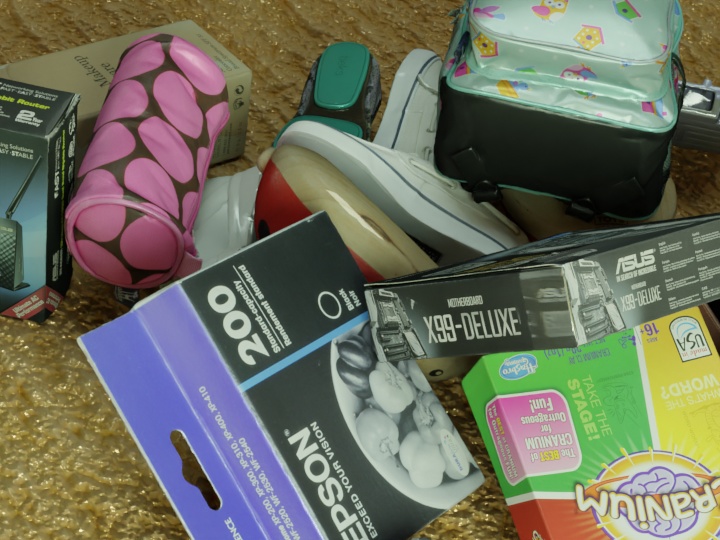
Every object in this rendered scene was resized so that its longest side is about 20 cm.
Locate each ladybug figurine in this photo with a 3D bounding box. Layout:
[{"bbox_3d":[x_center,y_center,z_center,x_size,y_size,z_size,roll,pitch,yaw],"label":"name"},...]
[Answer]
[{"bbox_3d":[0.162,-0.055,1.463,0.134,0.072,0.201,2,35,-9],"label":"ladybug figurine"},{"bbox_3d":[0.000,0.000,1.295,0.200,0.072,0.136,44,-1,8],"label":"ladybug figurine"}]

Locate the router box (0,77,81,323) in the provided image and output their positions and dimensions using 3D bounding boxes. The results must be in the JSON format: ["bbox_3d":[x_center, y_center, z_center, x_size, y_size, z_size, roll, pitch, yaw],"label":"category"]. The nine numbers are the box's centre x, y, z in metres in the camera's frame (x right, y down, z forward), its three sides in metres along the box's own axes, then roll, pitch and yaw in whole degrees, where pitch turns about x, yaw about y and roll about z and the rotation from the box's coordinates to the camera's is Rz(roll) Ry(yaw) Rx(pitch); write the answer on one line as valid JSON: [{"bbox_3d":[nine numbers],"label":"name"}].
[{"bbox_3d":[-0.289,-0.060,1.310,0.198,0.151,0.062,12,35,6],"label":"router box"}]

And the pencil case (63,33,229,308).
[{"bbox_3d":[-0.138,-0.074,1.333,0.093,0.091,0.201,14,43,-5],"label":"pencil case"}]

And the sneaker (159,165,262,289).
[{"bbox_3d":[-0.105,0.002,1.348,0.086,0.075,0.201,-6,31,9],"label":"sneaker"}]

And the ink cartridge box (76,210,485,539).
[{"bbox_3d":[-0.041,0.083,1.149,0.199,0.043,0.199,-29,88,-47],"label":"ink cartridge box"}]

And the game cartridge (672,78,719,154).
[{"bbox_3d":[0.203,-0.136,1.558,0.198,0.039,0.130,13,-3,6],"label":"game cartridge"}]

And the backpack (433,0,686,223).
[{"bbox_3d":[0.145,-0.149,1.397,0.174,0.154,0.201,9,33,6],"label":"backpack"}]

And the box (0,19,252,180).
[{"bbox_3d":[-0.188,-0.115,1.471,0.199,0.078,0.095,-20,45,-34],"label":"box"}]

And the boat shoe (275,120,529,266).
[{"bbox_3d":[0.031,-0.048,1.392,0.199,0.074,0.066,36,44,-9],"label":"boat shoe"}]

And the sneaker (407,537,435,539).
[{"bbox_3d":[-0.014,0.205,1.059,0.077,0.079,0.200,18,37,23],"label":"sneaker"}]

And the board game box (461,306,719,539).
[{"bbox_3d":[0.163,0.132,1.143,0.152,0.040,0.201,-12,69,-22],"label":"board game box"}]

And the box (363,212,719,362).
[{"bbox_3d":[0.126,0.009,1.185,0.199,0.050,0.157,-14,5,-44],"label":"box"}]

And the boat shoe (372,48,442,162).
[{"bbox_3d":[0.057,-0.096,1.499,0.085,0.075,0.203,12,38,7],"label":"boat shoe"}]

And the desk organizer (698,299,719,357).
[{"bbox_3d":[0.267,0.021,1.332,0.071,0.078,0.199,27,25,25],"label":"desk organizer"}]

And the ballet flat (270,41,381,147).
[{"bbox_3d":[-0.022,-0.098,1.490,0.071,0.073,0.201,12,37,6],"label":"ballet flat"}]
